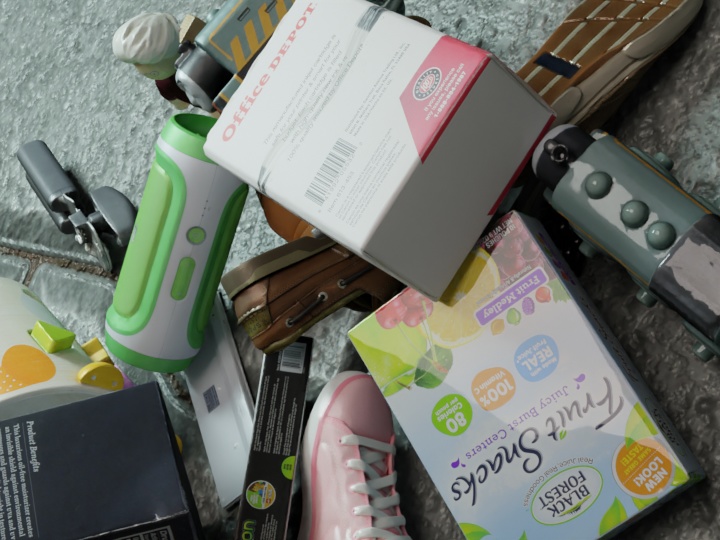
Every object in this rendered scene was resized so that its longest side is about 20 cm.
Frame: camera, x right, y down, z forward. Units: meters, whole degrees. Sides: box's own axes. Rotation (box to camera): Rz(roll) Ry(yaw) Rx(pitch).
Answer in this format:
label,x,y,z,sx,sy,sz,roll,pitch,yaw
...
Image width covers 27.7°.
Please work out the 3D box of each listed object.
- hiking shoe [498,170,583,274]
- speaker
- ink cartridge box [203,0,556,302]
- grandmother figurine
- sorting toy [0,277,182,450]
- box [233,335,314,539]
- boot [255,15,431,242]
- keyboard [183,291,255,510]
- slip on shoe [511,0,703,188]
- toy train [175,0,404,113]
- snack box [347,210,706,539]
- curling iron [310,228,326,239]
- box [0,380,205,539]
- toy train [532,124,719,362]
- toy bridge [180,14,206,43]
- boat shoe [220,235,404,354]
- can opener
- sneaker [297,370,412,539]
label,x,y,z,sx,sy,sz,roll,pitch,yaw
hiking shoe,0.085,0.001,1.019,0.101,0.076,0.200,26,86,43
speaker,-0.146,-0.022,1.181,0.088,0.088,0.200,39,117,46
ink cartridge box,0.006,-0.091,0.963,0.200,0.084,0.145,33,90,48
grandmother figurine,-0.120,-0.147,1.196,0.121,0.200,0.061,-17,56,35
sorting toy,-0.244,0.089,1.201,0.107,0.200,0.180,-35,45,-3
box,-0.066,0.157,1.039,0.035,0.110,0.200,9,60,-2
boot,0.006,-0.094,1.149,0.200,0.077,0.155,-38,53,6
keyboard,-0.115,0.101,1.194,0.056,0.011,0.200,-43,45,22
slip on shoe,0.165,-0.136,1.040,0.200,0.061,0.076,-43,44,-11
toy train,-0.049,-0.185,1.103,0.114,0.085,0.200,41,91,4
snack box,0.101,0.083,0.924,0.142,0.053,0.200,-37,70,18
curling iron,0.048,-0.079,1.089,0.200,0.050,0.026,-31,53,7
box,-0.210,0.201,1.032,0.198,0.200,0.123,-14,49,-7
toy train,0.188,-0.019,0.894,0.085,0.114,0.200,-49,58,8
toy bridge,-0.115,-0.180,1.336,0.200,0.027,0.067,31,92,46
boat shoe,0.000,0.000,1.052,0.200,0.072,0.068,-24,81,-19
can opener,-0.268,-0.069,1.407,0.067,0.053,0.200,-27,42,-14
sneaker,0.009,0.170,0.992,0.105,0.075,0.201,0,75,47
